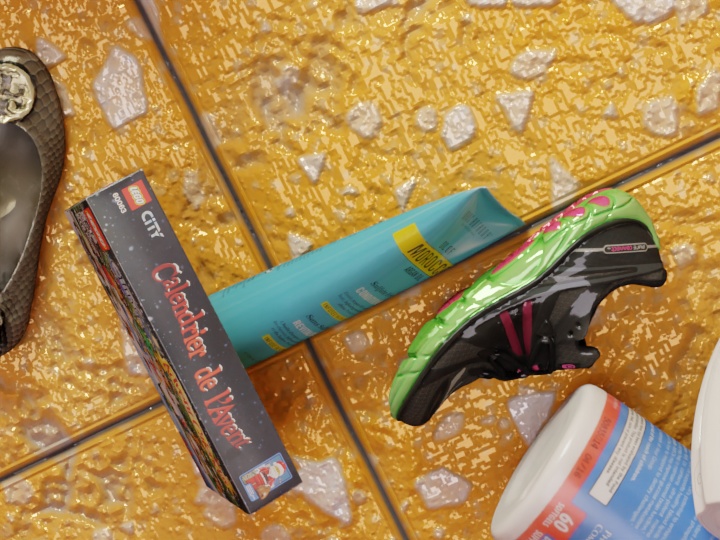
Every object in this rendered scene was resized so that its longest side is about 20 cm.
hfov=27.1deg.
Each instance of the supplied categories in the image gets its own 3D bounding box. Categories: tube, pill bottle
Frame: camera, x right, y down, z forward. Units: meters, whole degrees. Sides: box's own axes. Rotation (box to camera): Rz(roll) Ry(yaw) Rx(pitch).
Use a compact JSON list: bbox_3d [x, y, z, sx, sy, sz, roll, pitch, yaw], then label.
[{"bbox_3d":[0.000,0.000,0.909,0.198,0.077,0.051,-25,72,16],"label":"tube"},{"bbox_3d":[0.186,0.167,0.886,0.199,0.112,0.113,34,105,2],"label":"pill bottle"}]

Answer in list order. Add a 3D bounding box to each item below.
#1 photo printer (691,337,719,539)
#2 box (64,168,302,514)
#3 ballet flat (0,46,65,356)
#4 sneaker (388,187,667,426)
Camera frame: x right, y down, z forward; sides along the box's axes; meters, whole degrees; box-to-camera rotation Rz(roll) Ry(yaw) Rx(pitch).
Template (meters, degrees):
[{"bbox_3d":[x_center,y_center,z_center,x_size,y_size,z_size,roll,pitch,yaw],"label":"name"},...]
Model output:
[{"bbox_3d":[0.287,0.099,0.838,0.198,0.070,0.168,21,61,5],"label":"photo printer"},{"bbox_3d":[-0.110,0.042,0.896,0.037,0.136,0.202,-28,97,-14],"label":"box"},{"bbox_3d":[-0.229,-0.039,0.945,0.066,0.046,0.203,12,104,6],"label":"ballet flat"},{"bbox_3d":[0.098,0.036,0.892,0.199,0.077,0.084,-38,90,16],"label":"sneaker"}]
